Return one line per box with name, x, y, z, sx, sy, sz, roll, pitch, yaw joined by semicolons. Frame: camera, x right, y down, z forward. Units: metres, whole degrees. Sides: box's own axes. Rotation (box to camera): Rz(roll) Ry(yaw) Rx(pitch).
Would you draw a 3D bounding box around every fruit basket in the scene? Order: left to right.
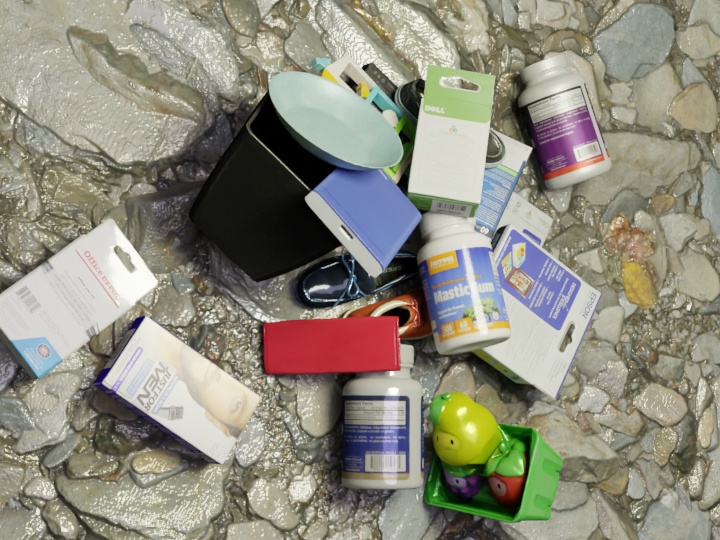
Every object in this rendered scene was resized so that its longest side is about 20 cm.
fruit basket;0.166;0.271;1.596;0.214;0.215;0.157;22;75;-20

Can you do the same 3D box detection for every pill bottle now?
pill bottle;0.032;0.209;1.588;0.118;0.119;0.203;5;81;-24
pill bottle;0.143;0.012;1.596;0.111;0.112;0.202;-7;78;-25
pill bottle;0.323;-0.238;1.784;0.112;0.112;0.202;-19;91;-25

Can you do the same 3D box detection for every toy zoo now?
toy zoo;0.001;-0.226;1.585;0.200;0.020;0.132;44;42;-13

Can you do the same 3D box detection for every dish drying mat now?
dish drying mat;-0.041;0.106;1.560;0.198;0.018;0.078;-3;84;13

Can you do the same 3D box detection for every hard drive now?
hard drive;0.008;-0.081;1.444;0.132;0.025;0.200;48;26;-5

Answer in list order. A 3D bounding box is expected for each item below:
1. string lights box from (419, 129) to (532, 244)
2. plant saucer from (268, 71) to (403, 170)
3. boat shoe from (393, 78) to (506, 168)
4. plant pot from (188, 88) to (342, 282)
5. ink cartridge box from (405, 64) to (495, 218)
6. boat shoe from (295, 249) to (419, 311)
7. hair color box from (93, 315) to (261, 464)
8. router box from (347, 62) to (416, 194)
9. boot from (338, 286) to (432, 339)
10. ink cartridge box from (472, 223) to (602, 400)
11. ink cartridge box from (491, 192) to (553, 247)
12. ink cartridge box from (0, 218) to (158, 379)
string lights box;0.178;-0.117;1.713;0.102;0.059;0.201;25;73;5
plant saucer;-0.038;-0.187;1.459;0.199;0.039;0.202;23;32;-16
boat shoe;0.141;-0.215;1.648;0.199;0.071;0.073;27;74;-17
plant pot;-0.117;-0.107;1.506;0.200;0.177;0.200;44;26;-14
ink cartridge box;0.128;-0.183;1.574;0.103;0.059;0.202;9;72;0
boat shoe;0.000;0.000;1.628;0.198;0.069;0.085;-21;92;-25
hair color box;-0.246;0.163;1.498;0.199;0.065;0.110;37;69;-18
router box;0.034;-0.188;1.671;0.200;0.062;0.150;42;67;-14
boot;0.075;0.067;1.635;0.198;0.107;0.076;-15;88;-27
ink cartridge box;0.255;0.066;1.710;0.199;0.047;0.199;36;68;-17
ink cartridge box;0.225;-0.019;1.751;0.099;0.039;0.201;33;70;-18
ink cartridge box;-0.379;0.036;1.450;0.200;0.068;0.117;-39;100;-23
